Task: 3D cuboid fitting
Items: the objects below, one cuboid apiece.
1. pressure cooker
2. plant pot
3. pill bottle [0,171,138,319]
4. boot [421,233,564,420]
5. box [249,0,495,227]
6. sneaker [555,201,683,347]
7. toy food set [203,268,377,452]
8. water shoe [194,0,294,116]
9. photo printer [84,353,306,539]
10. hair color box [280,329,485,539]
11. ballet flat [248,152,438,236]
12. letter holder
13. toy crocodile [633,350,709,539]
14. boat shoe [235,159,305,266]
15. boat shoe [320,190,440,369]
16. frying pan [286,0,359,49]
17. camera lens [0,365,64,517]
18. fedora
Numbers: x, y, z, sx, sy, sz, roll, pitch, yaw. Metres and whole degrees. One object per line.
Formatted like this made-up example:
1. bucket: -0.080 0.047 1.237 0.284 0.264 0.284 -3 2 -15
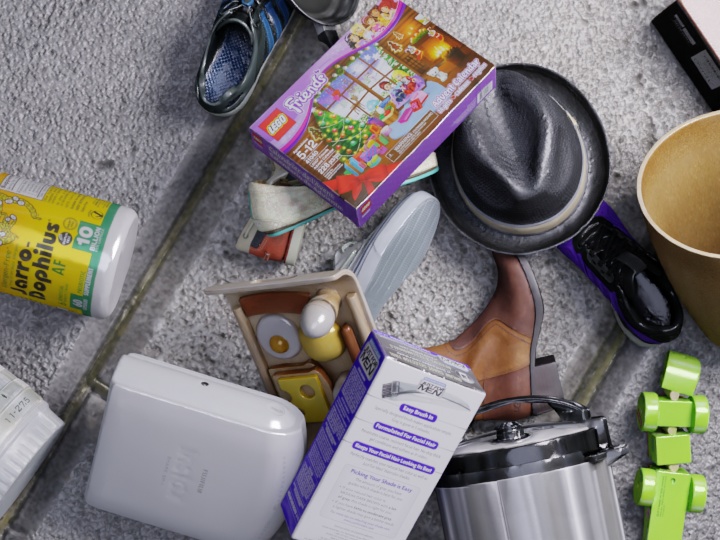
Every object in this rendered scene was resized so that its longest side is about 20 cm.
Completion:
1. pressure cooker: 0.162 0.220 1.457 0.175 0.178 0.201 -10 86 -34
2. plant pot: 0.363 -0.018 1.458 0.185 0.201 0.187 -8 48 8
3. pill bottle: -0.325 -0.031 1.480 0.199 0.113 0.113 16 88 -2
4. boot: 0.089 0.070 1.532 0.199 0.068 0.190 -12 97 5
5. box: 0.013 -0.153 1.435 0.137 0.039 0.200 37 72 20
6. sneaker: 0.253 -0.012 1.507 0.069 0.100 0.200 -40 91 -4
7. toy food set: -0.052 0.091 1.457 0.143 0.060 0.201 -7 118 26
8. water shoe: -0.106 -0.248 1.509 0.071 0.079 0.201 18 88 -2
9. photo printer: -0.154 0.180 1.475 0.199 0.070 0.167 18 120 -2
10. hair color box: 0.019 0.167 1.422 0.109 0.065 0.201 22 108 -22
11. ballet flat: -0.015 -0.093 1.462 0.199 0.067 0.063 -23 104 -19
12. letter holder: 0.412 -0.214 1.519 0.142 0.101 0.201 -34 90 -4
13. toy crocodile: 0.308 0.181 1.531 0.067 0.062 0.201 2 93 -2
14. boat shoe: -0.069 -0.107 1.516 0.062 0.071 0.201 15 93 1
15. boat shoe: 0.000 0.000 1.512 0.067 0.074 0.201 31 86 34
16. frying pan: -0.029 -0.262 1.518 0.115 0.031 0.191 -38 105 -45
17. camera lens: -0.403 0.144 1.450 0.200 0.160 0.160 36 88 -1
18. fedora: 0.147 -0.120 1.481 0.199 0.092 0.202 -4 73 13
